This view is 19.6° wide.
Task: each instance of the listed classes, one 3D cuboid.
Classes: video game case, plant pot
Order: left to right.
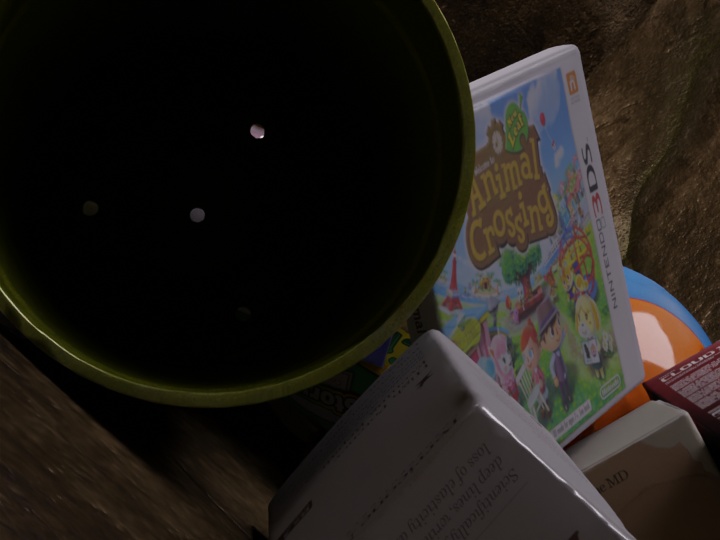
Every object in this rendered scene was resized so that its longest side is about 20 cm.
[{"bbox_3d":[-0.064,-0.037,0.867,0.200,0.200,0.193,43,-9,1],"label":"plant pot"},{"bbox_3d":[0.076,-0.002,1.007,0.200,0.022,0.183,-29,109,-56],"label":"video game case"}]

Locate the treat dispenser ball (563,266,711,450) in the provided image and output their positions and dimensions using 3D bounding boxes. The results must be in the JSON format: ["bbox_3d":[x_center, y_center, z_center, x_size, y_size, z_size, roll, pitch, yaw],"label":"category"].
[{"bbox_3d":[0.121,0.092,1.243,0.201,0.201,0.201,43,2,-2],"label":"treat dispenser ball"}]

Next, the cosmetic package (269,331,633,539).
[{"bbox_3d":[0.024,0.089,0.732,0.074,0.102,0.200,42,1,-4],"label":"cosmetic package"}]

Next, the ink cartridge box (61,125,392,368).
[{"bbox_3d":[-0.067,-0.031,1.004,0.199,0.037,0.095,24,44,-4],"label":"ink cartridge box"}]

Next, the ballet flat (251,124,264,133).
[{"bbox_3d":[-0.110,-0.126,1.059,0.199,0.069,0.063,24,19,10],"label":"ballet flat"}]

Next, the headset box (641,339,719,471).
[{"bbox_3d":[0.227,0.118,1.081,0.149,0.077,0.200,63,-4,-11],"label":"headset box"}]

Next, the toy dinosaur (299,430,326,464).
[{"bbox_3d":[0.052,0.134,1.074,0.200,0.060,0.106,42,1,-38],"label":"toy dinosaur"}]

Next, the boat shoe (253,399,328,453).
[{"bbox_3d":[-0.028,0.045,1.115,0.200,0.076,0.072,43,2,-6],"label":"boat shoe"}]

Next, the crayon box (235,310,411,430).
[{"bbox_3d":[0.000,0.000,1.072,0.199,0.058,0.173,31,40,6],"label":"crayon box"}]

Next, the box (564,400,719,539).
[{"bbox_3d":[0.164,0.175,1.054,0.201,0.095,0.078,61,-3,-3],"label":"box"}]
